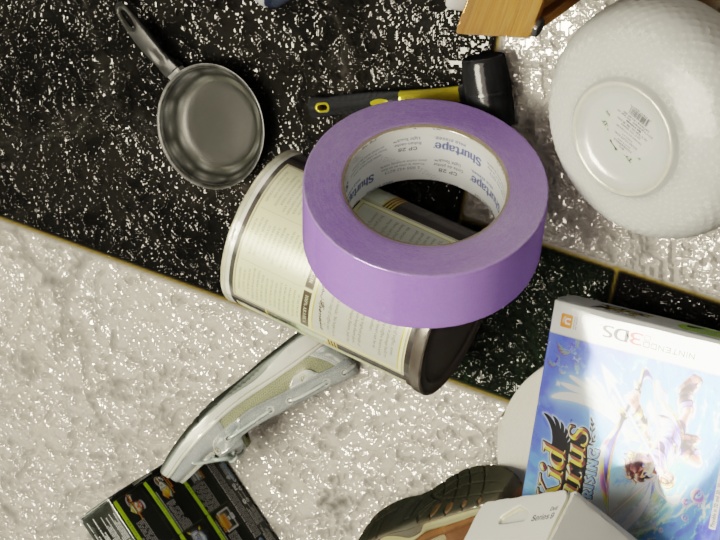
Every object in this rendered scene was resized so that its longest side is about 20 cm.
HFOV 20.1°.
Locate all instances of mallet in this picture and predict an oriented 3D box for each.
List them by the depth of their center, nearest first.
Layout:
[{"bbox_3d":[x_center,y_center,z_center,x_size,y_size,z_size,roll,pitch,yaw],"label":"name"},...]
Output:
[{"bbox_3d":[0.044,-0.139,1.764,0.199,0.041,0.066,-11,101,33],"label":"mallet"}]

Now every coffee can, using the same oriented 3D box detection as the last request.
[{"bbox_3d":[0.000,0.000,1.756,0.199,0.146,0.147,25,113,18],"label":"coffee can"}]

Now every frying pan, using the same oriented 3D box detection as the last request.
[{"bbox_3d":[-0.163,-0.152,1.861,0.190,0.031,0.115,34,116,18],"label":"frying pan"}]

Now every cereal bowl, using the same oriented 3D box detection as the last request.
[{"bbox_3d":[0.229,-0.116,1.623,0.199,0.083,0.201,19,121,36],"label":"cereal bowl"}]

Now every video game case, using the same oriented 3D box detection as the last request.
[{"bbox_3d":[0.231,0.138,1.681,0.180,0.045,0.201,14,101,30],"label":"video game case"}]

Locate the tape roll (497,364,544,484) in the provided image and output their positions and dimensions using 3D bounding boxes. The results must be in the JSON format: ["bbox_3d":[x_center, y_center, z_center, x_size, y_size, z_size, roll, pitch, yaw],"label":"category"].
[{"bbox_3d":[0.215,0.162,1.759,0.202,0.037,0.204,7,107,24],"label":"tape roll"}]

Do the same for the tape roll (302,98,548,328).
[{"bbox_3d":[0.052,-0.049,1.661,0.199,0.200,0.066,24,141,18],"label":"tape roll"}]

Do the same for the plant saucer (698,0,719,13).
[{"bbox_3d":[0.341,-0.162,1.610,0.199,0.035,0.202,7,107,25],"label":"plant saucer"}]

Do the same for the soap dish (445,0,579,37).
[{"bbox_3d":[0.151,-0.285,1.588,0.081,0.157,0.201,29,121,14],"label":"soap dish"}]

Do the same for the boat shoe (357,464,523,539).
[{"bbox_3d":[0.082,0.232,1.816,0.074,0.076,0.200,51,139,-10],"label":"boat shoe"}]

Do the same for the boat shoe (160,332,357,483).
[{"bbox_3d":[-0.096,0.130,1.853,0.202,0.074,0.065,-40,93,-3],"label":"boat shoe"}]

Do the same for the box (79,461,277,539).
[{"bbox_3d":[-0.143,0.270,1.873,0.047,0.193,0.201,-36,88,30],"label":"box"}]

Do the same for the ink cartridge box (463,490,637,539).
[{"bbox_3d":[0.188,0.274,1.670,0.200,0.088,0.145,41,153,-16],"label":"ink cartridge box"}]

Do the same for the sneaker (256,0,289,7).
[{"bbox_3d":[-0.003,-0.273,1.728,0.109,0.070,0.200,47,115,9],"label":"sneaker"}]
